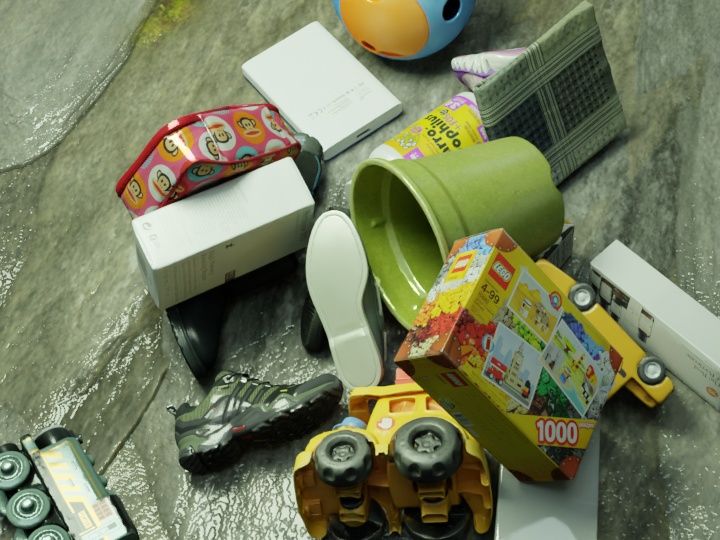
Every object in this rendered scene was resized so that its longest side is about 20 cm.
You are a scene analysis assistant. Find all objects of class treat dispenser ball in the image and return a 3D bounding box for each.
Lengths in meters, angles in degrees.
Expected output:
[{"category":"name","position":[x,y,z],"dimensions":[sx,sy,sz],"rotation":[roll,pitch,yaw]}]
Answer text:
[{"category":"treat dispenser ball","position":[0.058,-0.384,1.577],"dimensions":[0.197,0.202,0.204],"rotation":[-3,55,4]}]

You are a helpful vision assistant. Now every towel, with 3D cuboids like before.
[{"category":"towel","position":[0.231,-0.198,1.441],"dimensions":[0.199,0.194,0.034],"rotation":[-38,36,-16]}]

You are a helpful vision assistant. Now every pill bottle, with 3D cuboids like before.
[{"category":"pill bottle","position":[0.080,-0.128,1.458],"dimensions":[0.199,0.105,0.104],"rotation":[-35,59,-17]}]

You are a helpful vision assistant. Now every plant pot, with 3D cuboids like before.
[{"category":"plant pot","position":[0.115,-0.055,1.293],"dimensions":[0.182,0.202,0.201],"rotation":[-24,55,-23]}]

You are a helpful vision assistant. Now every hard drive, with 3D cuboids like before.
[{"category":"hard drive","position":[-0.054,-0.245,1.601],"dimensions":[0.131,0.026,0.200],"rotation":[-33,59,-16]}]

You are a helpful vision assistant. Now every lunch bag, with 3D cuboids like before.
[{"category":"lunch bag","position":[-0.180,-0.110,1.376],"dimensions":[0.199,0.176,0.083],"rotation":[-18,69,-50]}]

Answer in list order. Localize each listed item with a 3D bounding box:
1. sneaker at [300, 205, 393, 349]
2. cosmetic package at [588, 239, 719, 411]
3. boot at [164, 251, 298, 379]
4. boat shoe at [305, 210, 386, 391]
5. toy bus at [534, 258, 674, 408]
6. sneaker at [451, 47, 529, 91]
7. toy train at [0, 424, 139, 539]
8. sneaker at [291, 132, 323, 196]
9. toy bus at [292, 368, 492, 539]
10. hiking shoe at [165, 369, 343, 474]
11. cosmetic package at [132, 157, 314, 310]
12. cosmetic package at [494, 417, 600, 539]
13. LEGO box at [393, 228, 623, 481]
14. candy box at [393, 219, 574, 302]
[{"category":"sneaker","position":[-0.001,0.000,1.377],"dimensions":[0.103,0.060,0.203],"rotation":[11,94,-18]},{"category":"cosmetic package","position":[0.339,0.060,1.313],"dimensions":[0.050,0.083,0.200],"rotation":[-38,59,-16]},{"category":"boot","position":[-0.151,0.017,1.400],"dimensions":[0.166,0.077,0.202],"rotation":[-21,50,-4]},{"category":"boat shoe","position":[-0.012,0.033,1.325],"dimensions":[0.072,0.062,0.204],"rotation":[-12,92,16]},{"category":"toy bus","position":[0.249,0.073,1.289],"dimensions":[0.078,0.065,0.200],"rotation":[-44,86,6]},{"category":"sneaker","position":[0.169,-0.233,1.503],"dimensions":[0.079,0.090,0.200],"rotation":[-9,10,-9]},{"category":"toy train","position":[-0.318,0.253,1.260],"dimensions":[0.113,0.086,0.200],"rotation":[-24,53,-25]},{"category":"sneaker","position":[-0.146,-0.127,1.502],"dimensions":[0.196,0.073,0.083],"rotation":[-4,64,8]},{"category":"toy bus","position":[0.035,0.179,1.246],"dimensions":[0.196,0.137,0.194],"rotation":[-5,42,6]},{"category":"hiking shoe","position":[-0.119,0.143,1.310],"dimensions":[0.197,0.076,0.102],"rotation":[-21,59,-7]},{"category":"cosmetic package","position":[-0.153,-0.041,1.334],"dimensions":[0.197,0.102,0.075],"rotation":[-23,67,-17]},{"category":"cosmetic package","position":[0.192,0.224,1.216],"dimensions":[0.105,0.091,0.203],"rotation":[5,59,10]},{"category":"LEGO box","position":[0.147,0.085,1.147],"dimensions":[0.077,0.200,0.150],"rotation":[-14,40,52]},{"category":"candy box","position":[0.142,-0.003,1.391],"dimensions":[0.135,0.061,0.200],"rotation":[31,64,25]}]
